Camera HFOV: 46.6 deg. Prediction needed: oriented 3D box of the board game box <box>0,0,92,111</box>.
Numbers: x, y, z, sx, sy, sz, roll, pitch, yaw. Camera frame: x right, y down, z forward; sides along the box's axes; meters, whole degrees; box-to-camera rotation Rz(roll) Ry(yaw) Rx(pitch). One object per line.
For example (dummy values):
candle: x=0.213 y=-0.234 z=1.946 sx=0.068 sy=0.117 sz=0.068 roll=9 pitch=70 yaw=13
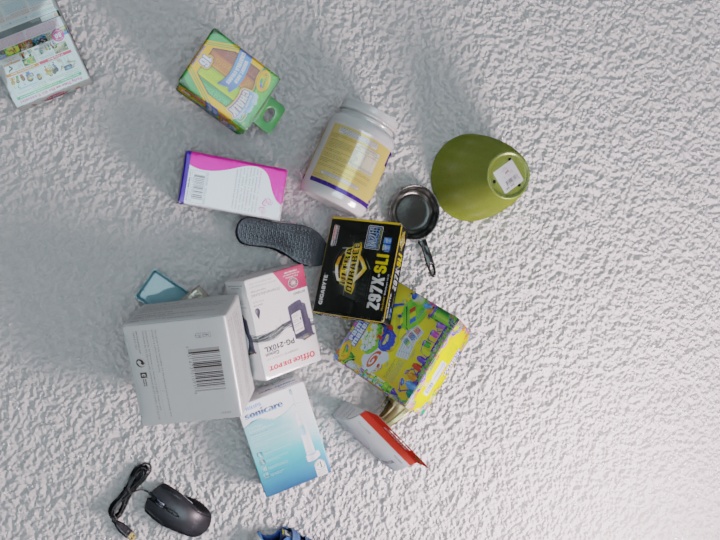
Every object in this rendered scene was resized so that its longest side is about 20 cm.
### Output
board game box: x=-0.604 y=-0.417 z=1.539 sx=0.146 sy=0.064 sz=0.202 roll=-24 pitch=99 yaw=-11

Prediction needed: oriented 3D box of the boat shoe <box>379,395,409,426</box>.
boat shoe: x=0.096 y=0.253 z=1.784 sx=0.063 sy=0.073 sz=0.200 roll=46 pitch=72 yaw=-8

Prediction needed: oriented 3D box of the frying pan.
frying pan: x=0.136 y=-0.095 z=1.783 sx=0.115 sy=0.031 sz=0.191 roll=-42 pitch=107 yaw=-8

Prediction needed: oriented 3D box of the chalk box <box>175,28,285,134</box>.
chalk box: x=-0.238 y=-0.346 z=1.612 sx=0.199 sy=0.124 sz=0.126 roll=34 pitch=86 yaw=-15

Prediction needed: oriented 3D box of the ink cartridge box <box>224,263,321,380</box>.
ink cartridge box: x=-0.172 y=0.102 z=1.664 sx=0.144 sy=0.084 sz=0.203 roll=-17 pitch=99 yaw=-38

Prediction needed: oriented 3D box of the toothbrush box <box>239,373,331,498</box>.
toothbrush box: x=-0.160 y=0.334 z=1.708 sx=0.145 sy=0.085 sz=0.203 roll=-20 pitch=100 yaw=-12

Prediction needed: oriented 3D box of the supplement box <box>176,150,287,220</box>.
supplement box: x=-0.252 y=-0.164 z=1.635 sx=0.197 sy=0.103 sz=0.103 roll=10 pitch=92 yaw=-15

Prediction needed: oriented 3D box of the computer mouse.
computer mouse: x=-0.404 y=0.496 z=1.675 sx=0.200 sy=0.046 sz=0.141 roll=41 pitch=82 yaw=-15

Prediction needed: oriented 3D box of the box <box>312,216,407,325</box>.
box: x=0.000 y=0.000 z=1.681 sx=0.157 sy=0.049 sz=0.203 roll=8 pitch=79 yaw=22

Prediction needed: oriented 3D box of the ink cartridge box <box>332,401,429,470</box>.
ink cartridge box: x=0.038 y=0.347 z=1.704 sx=0.057 sy=0.200 sz=0.163 roll=-46 pitch=104 yaw=-10

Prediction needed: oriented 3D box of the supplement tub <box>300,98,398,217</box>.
supplement tub: x=-0.020 y=-0.224 z=1.671 sx=0.144 sy=0.145 sz=0.202 roll=25 pitch=88 yaw=-16

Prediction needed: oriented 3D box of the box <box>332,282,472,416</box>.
box: x=0.087 y=0.151 z=1.694 sx=0.191 sy=0.122 sz=0.201 roll=31 pitch=86 yaw=27

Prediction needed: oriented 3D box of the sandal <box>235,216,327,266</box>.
sandal: x=-0.157 y=-0.064 z=1.700 sx=0.198 sy=0.043 sz=0.077 roll=19 pitch=81 yaw=-17

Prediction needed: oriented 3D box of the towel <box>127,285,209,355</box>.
towel: x=-0.349 y=0.141 z=1.654 sx=0.199 sy=0.034 sz=0.133 roll=-40 pitch=107 yaw=1

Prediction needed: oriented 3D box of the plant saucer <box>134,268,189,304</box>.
plant saucer: x=-0.349 y=0.080 z=1.672 sx=0.199 sy=0.019 sz=0.070 roll=37 pitch=85 yaw=-16

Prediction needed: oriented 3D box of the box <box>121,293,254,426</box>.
box: x=-0.316 y=0.165 z=1.562 sx=0.197 sy=0.131 sz=0.202 roll=-6 pitch=104 yaw=5

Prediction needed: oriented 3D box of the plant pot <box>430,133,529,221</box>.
plant pot: x=0.265 y=-0.194 z=1.722 sx=0.184 sy=0.200 sz=0.190 roll=-1 pitch=95 yaw=-15

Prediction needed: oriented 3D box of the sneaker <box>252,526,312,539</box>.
sneaker: x=-0.136 y=0.580 z=1.742 sx=0.197 sy=0.074 sz=0.084 roll=2 pitch=92 yaw=-16
